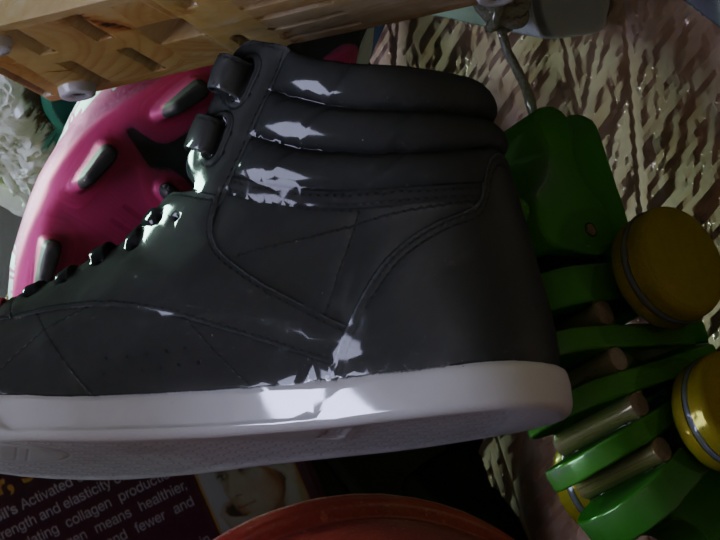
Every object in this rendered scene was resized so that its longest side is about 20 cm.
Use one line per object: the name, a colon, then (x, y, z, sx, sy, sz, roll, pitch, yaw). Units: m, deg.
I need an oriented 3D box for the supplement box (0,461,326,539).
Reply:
supplement box: (-0.056, 0.120, 0.860, 0.086, 0.110, 0.200, -12, 102, 66)

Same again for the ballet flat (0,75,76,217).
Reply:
ballet flat: (-0.119, -0.054, 1.061, 0.200, 0.072, 0.072, 63, -170, -71)

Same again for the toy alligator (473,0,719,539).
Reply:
toy alligator: (0.052, 0.003, 0.764, 0.059, 0.054, 0.200, -32, 76, 44)

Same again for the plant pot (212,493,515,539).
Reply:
plant pot: (0.051, 0.157, 0.707, 0.195, 0.200, 0.201, -3, 95, 58)

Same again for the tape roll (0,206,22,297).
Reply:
tape roll: (-0.144, 0.050, 1.250, 0.200, 0.066, 0.201, 171, 90, -67)

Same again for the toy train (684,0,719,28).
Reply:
toy train: (0.104, -0.066, 0.655, 0.200, 0.056, 0.042, -134, 42, -54)

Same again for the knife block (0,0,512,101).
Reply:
knife block: (-0.020, -0.148, 0.747, 0.064, 0.199, 0.176, 29, -128, -65)

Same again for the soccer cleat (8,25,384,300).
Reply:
soccer cleat: (-0.033, -0.061, 0.823, 0.200, 0.070, 0.086, -59, 18, 2)

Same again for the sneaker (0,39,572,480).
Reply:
sneaker: (-0.045, -0.002, 0.755, 0.071, 0.199, 0.100, 27, -122, -68)

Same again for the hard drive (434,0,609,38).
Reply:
hard drive: (0.013, -0.143, 0.877, 0.200, 0.027, 0.132, -159, 64, -63)

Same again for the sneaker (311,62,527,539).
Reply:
sneaker: (0.001, 0.000, 0.890, 0.200, 0.060, 0.104, 47, 112, 13)

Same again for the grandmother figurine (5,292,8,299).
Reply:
grandmother figurine: (-0.056, 0.082, 1.000, 0.121, 0.061, 0.200, 35, 155, 37)
